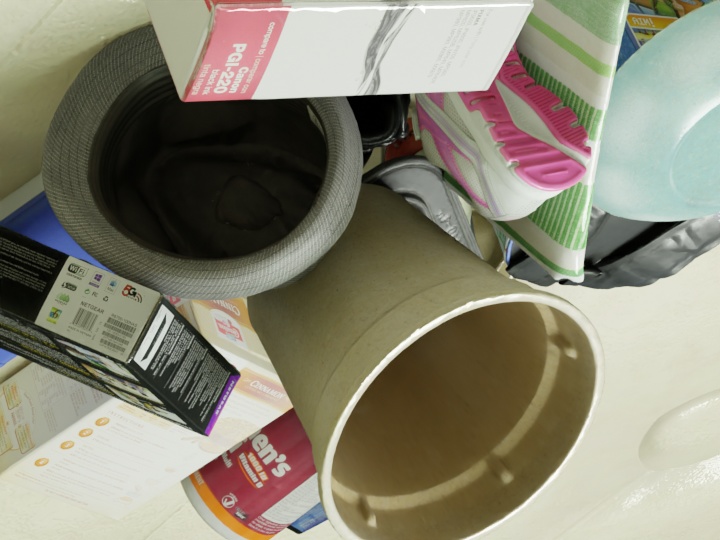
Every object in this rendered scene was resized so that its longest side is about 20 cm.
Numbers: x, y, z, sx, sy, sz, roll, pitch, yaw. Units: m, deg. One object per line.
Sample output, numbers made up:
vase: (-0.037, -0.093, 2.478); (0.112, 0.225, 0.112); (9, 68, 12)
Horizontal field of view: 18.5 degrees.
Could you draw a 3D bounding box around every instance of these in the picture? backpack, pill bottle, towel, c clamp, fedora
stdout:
backpack: (0.169, -0.080, 1.529); (0.199, 0.154, 0.191); (15, 125, -39)
pill bottle: (-0.042, 0.122, 1.746); (0.200, 0.110, 0.109); (-39, 146, 22)
towel: (0.109, -0.109, 1.383); (0.023, 0.153, 0.201); (-11, 124, -28)
c clamp: (0.000, 0.000, 1.503); (0.171, 0.027, 0.200); (-38, 137, -3)
fedora: (-0.087, -0.055, 1.364); (0.199, 0.178, 0.090); (16, 161, 19)

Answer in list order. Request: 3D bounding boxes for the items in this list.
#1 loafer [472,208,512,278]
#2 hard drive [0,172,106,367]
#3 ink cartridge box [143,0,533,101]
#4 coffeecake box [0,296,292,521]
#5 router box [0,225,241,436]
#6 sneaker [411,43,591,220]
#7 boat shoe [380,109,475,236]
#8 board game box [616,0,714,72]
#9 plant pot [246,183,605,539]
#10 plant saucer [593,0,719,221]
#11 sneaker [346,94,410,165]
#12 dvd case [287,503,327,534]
loafer: (0.030, 0.008, 1.649); (0.199, 0.076, 0.067); (-25, 156, 5)
hard drive: (-0.225, -0.003, 1.517); (0.199, 0.025, 0.132); (-33, 148, 18)
ink cartridge box: (-0.021, -0.176, 1.257); (0.199, 0.146, 0.085); (-5, 144, -25)
coffeecake box: (-0.161, 0.095, 1.665); (0.200, 0.073, 0.153); (-33, 148, 18)
router box: (-0.189, 0.027, 1.377); (0.051, 0.199, 0.149); (-63, 157, -13)
sneaker: (0.061, -0.112, 1.361); (0.081, 0.201, 0.088); (-10, 153, -30)
boat shoe: (0.045, -0.020, 1.572); (0.071, 0.063, 0.201); (-18, 131, -15)
board game box: (0.223, -0.167, 1.442); (0.199, 0.136, 0.035); (2, 141, -34)
plant pot: (0.022, 0.048, 1.404); (0.200, 0.184, 0.201); (-18, 131, -22)
plant saucer: (0.232, -0.091, 1.391); (0.200, 0.039, 0.202); (-17, 143, -13)
sneaker: (-0.012, -0.102, 1.431); (0.070, 0.098, 0.201); (-16, 150, -14)
dvd case: (-0.040, 0.165, 1.907); (0.142, 0.018, 0.200); (-29, 150, 13)
